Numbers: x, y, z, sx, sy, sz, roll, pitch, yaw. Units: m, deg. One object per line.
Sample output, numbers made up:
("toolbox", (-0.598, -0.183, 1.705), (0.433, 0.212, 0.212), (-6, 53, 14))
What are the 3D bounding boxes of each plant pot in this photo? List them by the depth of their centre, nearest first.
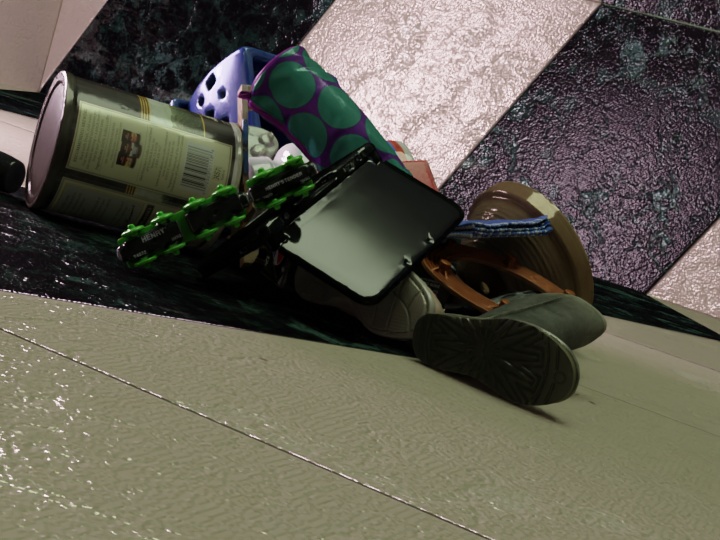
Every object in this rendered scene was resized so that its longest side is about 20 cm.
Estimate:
("plant pot", (0.185, 0.001, 1.612), (0.092, 0.203, 0.200), (-31, 33, -28))
("plant pot", (-0.137, -0.154, 1.726), (0.178, 0.203, 0.199), (-21, -18, 35))

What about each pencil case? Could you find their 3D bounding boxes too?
("pencil case", (-0.034, -0.140, 1.402), (0.200, 0.092, 0.085), (50, -12, 3))

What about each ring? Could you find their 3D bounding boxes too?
("ring", (0.157, 0.014, 1.404), (0.198, 0.019, 0.201), (21, 20, -8))

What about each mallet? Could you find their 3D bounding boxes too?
("mallet", (-0.421, -0.103, 1.362), (0.065, 0.042, 0.200), (20, 11, 11))

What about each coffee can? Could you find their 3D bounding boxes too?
("coffee can", (-0.244, -0.115, 1.408), (0.198, 0.148, 0.146), (15, 6, -25))

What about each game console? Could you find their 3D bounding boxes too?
("game console", (-0.028, -0.029, 1.271), (0.175, 0.117, 0.200), (-27, 10, 42))

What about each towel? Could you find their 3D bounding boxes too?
("towel", (0.114, -0.049, 1.476), (0.143, 0.024, 0.199), (0, 2, 34))

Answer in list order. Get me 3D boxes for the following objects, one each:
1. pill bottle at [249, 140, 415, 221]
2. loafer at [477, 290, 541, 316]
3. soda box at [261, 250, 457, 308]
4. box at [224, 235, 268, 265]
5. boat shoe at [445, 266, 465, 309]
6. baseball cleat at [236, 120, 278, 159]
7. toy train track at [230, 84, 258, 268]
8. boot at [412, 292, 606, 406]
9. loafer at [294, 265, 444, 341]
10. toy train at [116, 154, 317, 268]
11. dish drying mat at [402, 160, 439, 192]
("pill bottle", (-0.041, -0.094, 1.525), (0.198, 0.114, 0.112), (-3, 13, -23))
("loafer", (0.185, 0.049, 1.473), (0.070, 0.068, 0.200), (38, 16, 17))
("soda box", (0.000, 0.000, 1.405), (0.198, 0.072, 0.063), (14, 12, -27))
("box", (-0.069, -0.013, 1.573), (0.162, 0.022, 0.200), (18, 5, 5))
("boat shoe", (0.067, 0.001, 1.548), (0.065, 0.074, 0.199), (44, 18, 34))
("baseball cleat", (-0.195, -0.115, 1.566), (0.198, 0.107, 0.070), (-15, 60, -21))
("toy train track", (-0.116, -0.103, 1.425), (0.032, 0.203, 0.115), (2, -15, -17))
("boot", (0.166, 0.066, 1.188), (0.181, 0.074, 0.199), (21, 12, 40))
("loafer", (0.018, 0.024, 1.275), (0.063, 0.073, 0.199), (21, -1, -43))
("toy train", (-0.131, -0.054, 1.196), (0.198, 0.042, 0.056), (-25, 7, -12))
("dish drying mat", (-0.004, -0.082, 1.457), (0.198, 0.078, 0.018), (-7, -28, -24))
